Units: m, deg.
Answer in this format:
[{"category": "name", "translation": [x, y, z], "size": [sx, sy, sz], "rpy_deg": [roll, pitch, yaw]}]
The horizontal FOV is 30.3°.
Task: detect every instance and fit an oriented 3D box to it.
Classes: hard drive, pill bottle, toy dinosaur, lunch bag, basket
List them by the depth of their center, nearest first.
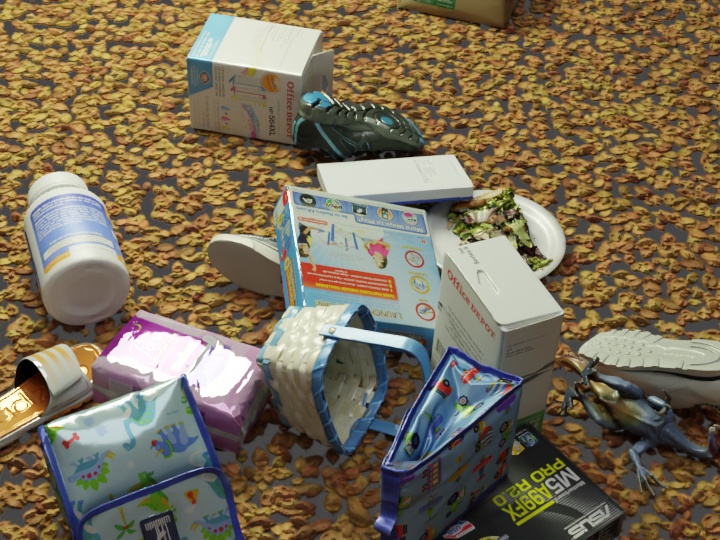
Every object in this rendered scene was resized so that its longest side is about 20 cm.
[{"category": "lunch bag", "translation": [0.077, 0.205, 1.361], "size": [0.094, 0.151, 0.200], "rpy_deg": [23, 45, 23]}, {"category": "lunch bag", "translation": [-0.229, 0.234, 1.395], "size": [0.169, 0.127, 0.201], "rpy_deg": [-18, 78, -16]}, {"category": "basket", "translation": [-0.005, 0.121, 1.498], "size": [0.199, 0.177, 0.139], "rpy_deg": [16, 51, 26]}, {"category": "toy dinosaur", "translation": [0.336, 0.160, 1.546], "size": [0.180, 0.105, 0.200], "rpy_deg": [22, 29, -9]}, {"category": "pill bottle", "translation": [-0.367, -0.035, 1.696], "size": [0.111, 0.113, 0.201], "rpy_deg": [-12, 44, -16]}, {"category": "hard drive", "translation": [0.046, -0.124, 1.856], "size": [0.198, 0.026, 0.132], "rpy_deg": [-5, 25, -8]}]

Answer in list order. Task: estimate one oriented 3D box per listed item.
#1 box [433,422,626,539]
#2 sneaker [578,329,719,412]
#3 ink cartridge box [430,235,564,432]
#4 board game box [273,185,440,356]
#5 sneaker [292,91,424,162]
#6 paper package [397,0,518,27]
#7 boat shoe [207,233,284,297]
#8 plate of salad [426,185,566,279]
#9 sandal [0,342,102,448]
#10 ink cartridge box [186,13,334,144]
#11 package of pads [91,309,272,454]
[{"category": "box", "translation": [0.160, 0.268, 1.441], "size": [0.199, 0.044, 0.160], "rpy_deg": [-25, 48, -27]}, {"category": "sneaker", "translation": [0.353, 0.125, 1.595], "size": [0.199, 0.081, 0.076], "rpy_deg": [11, 41, 39]}, {"category": "ink cartridge box", "translation": [0.153, 0.084, 1.527], "size": [0.083, 0.201, 0.146], "rpy_deg": [-15, 45, -20]}, {"category": "board game box", "translation": [0.000, 0.000, 1.651], "size": [0.199, 0.056, 0.197], "rpy_deg": [9, 49, -23]}, {"category": "sneaker", "translation": [-0.004, -0.199, 1.934], "size": [0.199, 0.082, 0.073], "rpy_deg": [14, 31, -17]}, {"category": "paper package", "translation": [0.181, -0.514, 2.264], "size": [0.199, 0.104, 0.191], "rpy_deg": [15, 43, 12]}, {"category": "boat shoe", "translation": [-0.093, -0.016, 1.729], "size": [0.199, 0.075, 0.093], "rpy_deg": [20, 40, 5]}, {"category": "plate of salad", "translation": [0.179, -0.053, 1.795], "size": [0.198, 0.048, 0.201], "rpy_deg": [2, 42, -2]}, {"category": "sandal", "translation": [-0.378, 0.138, 1.543], "size": [0.079, 0.060, 0.206], "rpy_deg": [32, 49, 28]}, {"category": "ink cartridge box", "translation": [-0.142, -0.281, 1.968], "size": [0.198, 0.129, 0.126], "rpy_deg": [10, 42, 9]}, {"category": "package of pads", "translation": [-0.201, 0.127, 1.555], "size": [0.199, 0.076, 0.121], "rpy_deg": [17, 41, 15]}]
